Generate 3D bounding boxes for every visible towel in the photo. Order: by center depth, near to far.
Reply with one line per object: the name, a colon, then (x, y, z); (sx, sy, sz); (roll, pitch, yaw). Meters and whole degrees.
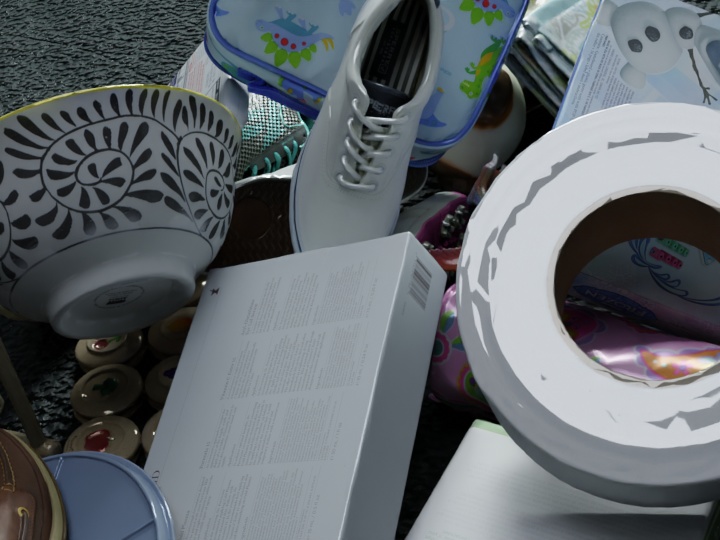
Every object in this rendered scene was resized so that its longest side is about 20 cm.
towel: (0.213, -0.148, 0.908); (0.171, 0.048, 0.200); (46, 48, 8)

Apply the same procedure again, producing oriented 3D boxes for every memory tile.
memory tile: (-0.123, 0.058, 0.821); (0.153, 0.017, 0.200); (-10, 38, 0)

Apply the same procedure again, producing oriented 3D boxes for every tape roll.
tape roll: (0.152, 0.018, 0.616); (0.202, 0.071, 0.203); (-4, 69, 11)

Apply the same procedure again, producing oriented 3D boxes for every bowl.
bowl: (-0.155, -0.018, 0.730); (0.200, 0.201, 0.094); (-18, 71, -9)

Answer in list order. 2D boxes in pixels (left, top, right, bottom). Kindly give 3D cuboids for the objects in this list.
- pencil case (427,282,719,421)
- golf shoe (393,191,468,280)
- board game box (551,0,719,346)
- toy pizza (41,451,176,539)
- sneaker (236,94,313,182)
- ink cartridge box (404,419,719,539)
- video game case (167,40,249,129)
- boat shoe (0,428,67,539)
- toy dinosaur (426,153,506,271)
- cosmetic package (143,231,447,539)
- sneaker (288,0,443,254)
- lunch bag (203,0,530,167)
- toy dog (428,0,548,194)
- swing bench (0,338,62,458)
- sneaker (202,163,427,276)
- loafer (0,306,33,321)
pencil case: (0.135, 0.065, 0.703); (0.200, 0.088, 0.087); (14, 44, 28)
golf shoe: (0.000, 0.000, 0.813); (0.091, 0.075, 0.200); (25, 48, 26)
board game box: (0.211, -0.057, 0.726); (0.199, 0.043, 0.200); (22, 70, 5)
toy pizza: (-0.177, 0.185, 0.625); (0.200, 0.032, 0.200); (-19, 43, 18)
sneaker: (-0.080, -0.098, 0.955); (0.091, 0.078, 0.200); (19, 41, -5)
ink cartridge box: (0.084, 0.173, 0.606); (0.145, 0.048, 0.200); (13, 46, 27)
video game case: (-0.144, -0.099, 0.914); (0.182, 0.023, 0.200); (-46, 25, 23)
boat shoe: (-0.193, 0.140, 0.601); (0.072, 0.068, 0.200); (-33, 40, 3)
toy dinosaur: (0.153, 0.003, 0.767); (0.181, 0.105, 0.200); (33, 60, 29)
cosmetic package: (-0.042, 0.082, 0.667); (0.151, 0.052, 0.200); (-8, 52, 32)
sneaker: (0.002, -0.085, 0.739); (0.073, 0.200, 0.071); (13, -5, -6)
lunch bag: (0.001, -0.172, 0.818); (0.200, 0.082, 0.161); (25, 82, -5)
toy dog: (0.095, -0.149, 0.957); (0.194, 0.140, 0.200); (29, 46, 2)
swing bench: (-0.318, 0.048, 0.730); (0.200, 0.199, 0.130); (22, 48, 33)
sneaker: (-0.049, -0.042, 0.891); (0.200, 0.073, 0.085); (-21, 6, -24)
loafer: (-0.245, -0.017, 0.901); (0.068, 0.076, 0.200); (-21, 24, 11)
